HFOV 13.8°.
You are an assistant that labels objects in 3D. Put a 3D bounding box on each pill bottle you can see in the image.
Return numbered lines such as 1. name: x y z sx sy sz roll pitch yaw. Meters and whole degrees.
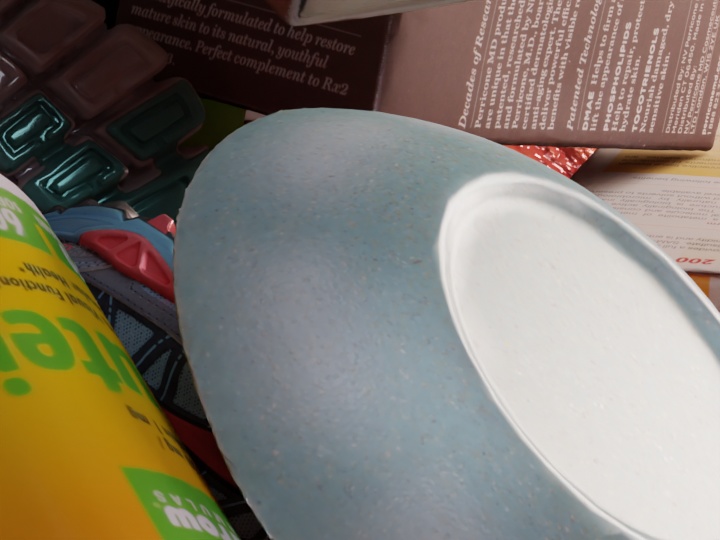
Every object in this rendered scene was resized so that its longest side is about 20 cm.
1. pill bottle: -0.077 0.076 0.628 0.111 0.111 0.200 6 37 -41

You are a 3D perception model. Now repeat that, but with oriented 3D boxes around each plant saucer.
1. plant saucer: 0.048 0.032 0.686 0.201 0.039 0.201 32 35 -25

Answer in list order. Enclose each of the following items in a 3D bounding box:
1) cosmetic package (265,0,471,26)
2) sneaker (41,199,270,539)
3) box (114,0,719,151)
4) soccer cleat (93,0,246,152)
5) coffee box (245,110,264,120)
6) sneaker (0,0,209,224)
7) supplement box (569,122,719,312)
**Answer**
1. cosmetic package: -0.022 -0.165 0.782 0.087 0.104 0.200 -12 45 -31
2. sneaker: -0.050 0.052 0.729 0.095 0.079 0.200 -36 46 -27
3. box: 0.028 -0.081 0.906 0.100 0.075 0.200 19 10 34
4. soccer cleat: -0.062 -0.123 0.924 0.081 0.067 0.201 31 58 -58
5. coffee box: -0.006 -0.162 1.001 0.080 0.200 0.114 -3 42 -51
6. sneaker: -0.133 -0.074 0.824 0.078 0.091 0.200 -39 92 -30
7. supplement box: 0.131 0.002 0.960 0.126 0.074 0.200 5 20 20
